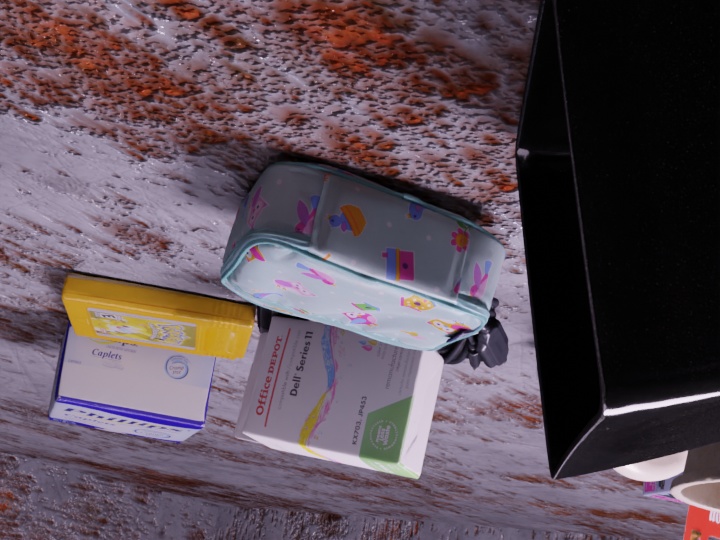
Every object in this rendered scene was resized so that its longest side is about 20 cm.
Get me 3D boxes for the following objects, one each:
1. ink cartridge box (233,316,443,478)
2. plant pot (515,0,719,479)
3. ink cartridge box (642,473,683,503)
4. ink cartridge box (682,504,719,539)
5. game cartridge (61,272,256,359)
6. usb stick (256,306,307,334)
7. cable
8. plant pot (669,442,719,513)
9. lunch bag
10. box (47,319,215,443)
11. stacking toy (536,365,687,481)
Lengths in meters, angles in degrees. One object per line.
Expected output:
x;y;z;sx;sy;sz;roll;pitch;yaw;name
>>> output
-0.033;0.113;0.994;0.198;0.119;0.067;6;163;24;ink cartridge box
0.178;-0.017;0.526;0.175;0.202;0.200;-5;161;3;plant pot
0.541;0.338;1.676;0.118;0.043;0.200;11;160;-10;ink cartridge box
0.374;0.189;1.022;0.057;0.203;0.162;-6;158;44;ink cartridge box
-0.218;0.056;1.170;0.197;0.033;0.176;12;162;-6;game cartridge
-0.072;0.031;1.024;0.055;0.033;0.200;3;162;-5;usb stick
0.049;0.039;0.981;0.161;0.051;0.200;9;162;23;cable
0.306;0.061;0.689;0.198;0.186;0.201;8;163;2;plant pot
0.000;0.000;0.800;0.198;0.078;0.160;20;158;-14;lunch bag
-0.291;0.143;1.349;0.182;0.106;0.200;13;161;-15;box
0.230;0.103;1.014;0.145;0.148;0.200;16;180;-24;stacking toy
